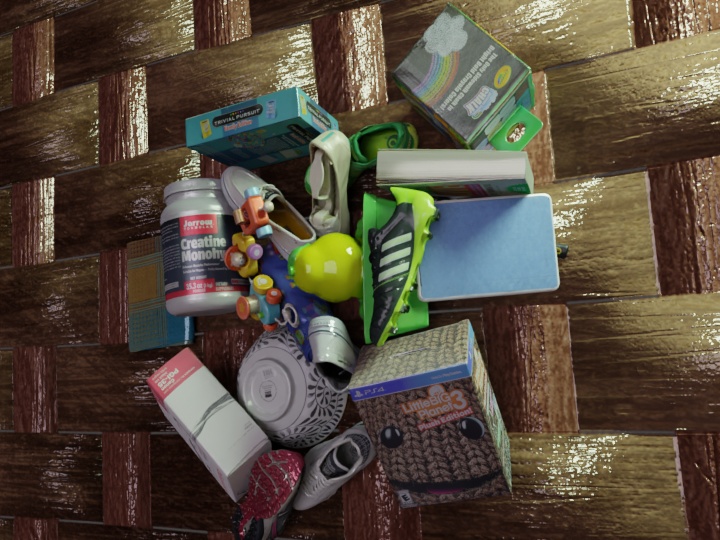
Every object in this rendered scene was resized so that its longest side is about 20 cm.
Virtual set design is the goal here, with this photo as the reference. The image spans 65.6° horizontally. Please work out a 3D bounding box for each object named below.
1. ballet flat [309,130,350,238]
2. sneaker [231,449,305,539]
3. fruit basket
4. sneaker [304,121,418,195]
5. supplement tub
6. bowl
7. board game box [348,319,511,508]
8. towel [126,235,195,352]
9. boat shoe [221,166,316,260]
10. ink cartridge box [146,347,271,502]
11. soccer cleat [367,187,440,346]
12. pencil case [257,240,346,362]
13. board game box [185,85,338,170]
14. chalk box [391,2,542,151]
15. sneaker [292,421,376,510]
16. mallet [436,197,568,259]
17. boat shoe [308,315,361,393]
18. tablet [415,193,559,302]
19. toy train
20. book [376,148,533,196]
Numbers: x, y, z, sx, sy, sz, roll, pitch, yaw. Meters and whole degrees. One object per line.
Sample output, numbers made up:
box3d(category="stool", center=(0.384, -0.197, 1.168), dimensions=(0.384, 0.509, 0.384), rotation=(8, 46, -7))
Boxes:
box3d(category="ballet flat", center=(-0.052, -0.104, 0.833), dimensions=(0.068, 0.070, 0.205), rotation=(13, 121, 22))
box3d(category="sneaker", center=(-0.129, 0.335, 0.832), dimensions=(0.081, 0.073, 0.202), rotation=(53, 127, 33))
box3d(category="fruit basket", center=(0.000, 0.000, 0.800), dimensions=(0.208, 0.155, 0.223), rotation=(-1, 85, 6))
box3d(category="sneaker", center=(-0.009, -0.180, 0.858), dimensions=(0.196, 0.083, 0.076), rotation=(-24, 78, 19))
box3d(category="supplement tub", center=(-0.253, -0.033, 0.914), dimensions=(0.136, 0.140, 0.207), rotation=(-9, 83, 20))
box3d(category="bowl", center=(-0.124, 0.182, 0.871), dimensions=(0.195, 0.094, 0.208), rotation=(-2, 86, 21))
box3d(category="board game box", center=(0.096, 0.192, 0.735), dimensions=(0.155, 0.097, 0.204), rotation=(-16, 110, 19))
box3d(category="towel", center=(-0.366, 0.039, 1.019), dimensions=(0.142, 0.022, 0.207), rotation=(-8, 81, 20))
box3d(category="boat shoe", center=(-0.139, -0.099, 0.851), dimensions=(0.200, 0.070, 0.070), rotation=(48, 147, 14))
box3d(category="ink cartridge box", center=(-0.231, 0.242, 0.873), dimensions=(0.199, 0.148, 0.082), rotation=(41, 60, 21))
box3d(category="soccer cleat", center=(0.039, -0.007, 0.718), dimensions=(0.079, 0.068, 0.205), rotation=(18, 85, 13))
box3d(category="pencil case", center=(-0.093, 0.041, 0.863), dimensions=(0.202, 0.085, 0.079), rotation=(56, 135, 27))
box3d(category="board game box", center=(-0.150, -0.216, 0.881), dimensions=(0.194, 0.150, 0.049), rotation=(-9, 82, 20))
box3d(category="chalk box", center=(0.161, -0.237, 0.775), dimensions=(0.125, 0.123, 0.201), rotation=(-46, 73, 11))
box3d(category="sneaker", center=(-0.052, 0.299, 0.839), dimensions=(0.200, 0.080, 0.077), rotation=(-46, 77, 20))
box3d(category="mallet", center=(0.194, -0.061, 0.790), dimensions=(0.194, 0.041, 0.068), rotation=(9, 105, 18))
box3d(category="boat shoe", center=(-0.029, 0.139, 0.777), dimensions=(0.071, 0.201, 0.068), rotation=(-9, 55, 19))
box3d(category="tablet", center=(0.168, -0.032, 0.752), dimensions=(0.193, 0.014, 0.135), rotation=(-4, 86, -3))
box3d(category="toy train", center=(-0.155, -0.006, 0.806), dimensions=(0.149, 0.054, 0.206), rotation=(-18, 88, 59))
box3d(category="book", center=(0.134, -0.129, 0.771), dimensions=(0.194, 0.133, 0.050), rotation=(3, 87, 23))
